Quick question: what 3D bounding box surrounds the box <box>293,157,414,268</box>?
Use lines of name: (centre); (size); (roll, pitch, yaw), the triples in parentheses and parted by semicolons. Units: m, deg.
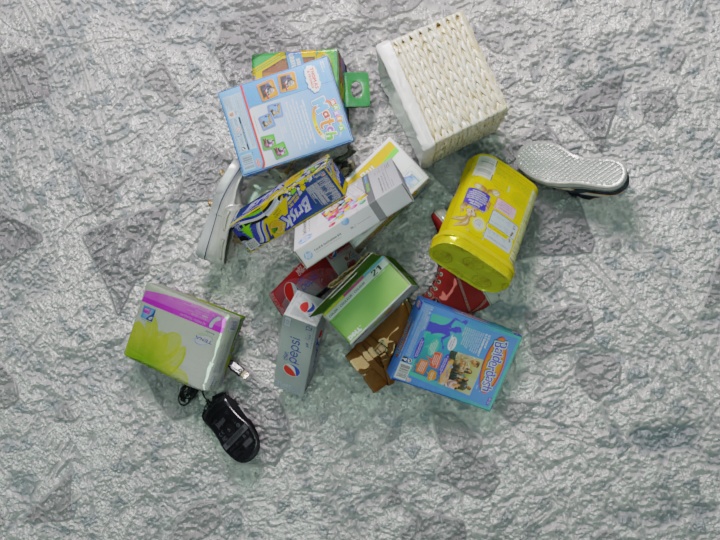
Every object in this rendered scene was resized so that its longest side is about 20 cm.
box: (-0.016, -0.097, 1.214); (0.200, 0.156, 0.041); (-33, 111, 10)

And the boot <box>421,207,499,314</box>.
boot: (0.144, -0.001, 1.352); (0.144, 0.072, 0.200); (-28, 91, 8)

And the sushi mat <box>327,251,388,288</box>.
sushi mat: (0.000, 0.000, 1.302); (0.096, 0.200, 0.012); (-38, 84, 7)

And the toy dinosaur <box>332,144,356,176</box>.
toy dinosaur: (-0.043, -0.181, 1.347); (0.047, 0.200, 0.088); (42, 59, -15)

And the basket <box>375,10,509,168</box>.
basket: (0.136, -0.308, 1.288); (0.161, 0.198, 0.200); (-26, 87, 3)

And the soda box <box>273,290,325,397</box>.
soda box: (-0.107, 0.133, 1.330); (0.063, 0.068, 0.200); (19, 134, 7)

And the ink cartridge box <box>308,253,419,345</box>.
ink cartridge box: (0.009, 0.050, 1.231); (0.148, 0.200, 0.076); (-44, 81, 7)

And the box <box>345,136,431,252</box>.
box: (0.021, -0.129, 1.343); (0.200, 0.112, 0.101); (-44, 85, 7)

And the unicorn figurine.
unicorn figurine: (-0.207, -0.141, 1.399); (0.137, 0.074, 0.200); (23, 109, 6)

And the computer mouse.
computer mouse: (-0.241, 0.256, 1.416); (0.200, 0.046, 0.140); (41, 98, 16)

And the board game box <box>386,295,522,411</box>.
board game box: (0.167, 0.149, 1.326); (0.200, 0.045, 0.152); (21, 98, -12)

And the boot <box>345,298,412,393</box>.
boot: (0.035, 0.112, 1.359); (0.155, 0.074, 0.200); (-33, 89, 2)

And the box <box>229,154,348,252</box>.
box: (-0.122, -0.113, 1.266); (0.200, 0.070, 0.064); (-29, 112, 17)

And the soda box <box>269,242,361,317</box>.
soda box: (-0.084, 0.014, 1.324); (0.063, 0.070, 0.200); (54, 137, 3)

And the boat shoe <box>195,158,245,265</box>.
boat shoe: (-0.236, -0.101, 1.341); (0.066, 0.072, 0.200); (24, 105, 0)

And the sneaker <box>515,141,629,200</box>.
sneaker: (0.376, -0.171, 1.322); (0.200, 0.079, 0.079); (22, 87, 31)

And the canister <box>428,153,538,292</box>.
canister: (0.217, -0.084, 1.281); (0.148, 0.087, 0.200); (32, 63, -14)

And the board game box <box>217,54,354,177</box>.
board game box: (-0.127, -0.262, 1.276); (0.200, 0.037, 0.151); (-17, 92, 7)

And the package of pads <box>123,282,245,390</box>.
package of pads: (-0.333, 0.126, 1.395); (0.200, 0.068, 0.155); (19, 91, 19)

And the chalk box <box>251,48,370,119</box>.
chalk box: (-0.084, -0.323, 1.348); (0.200, 0.124, 0.125); (-3, 91, 7)
